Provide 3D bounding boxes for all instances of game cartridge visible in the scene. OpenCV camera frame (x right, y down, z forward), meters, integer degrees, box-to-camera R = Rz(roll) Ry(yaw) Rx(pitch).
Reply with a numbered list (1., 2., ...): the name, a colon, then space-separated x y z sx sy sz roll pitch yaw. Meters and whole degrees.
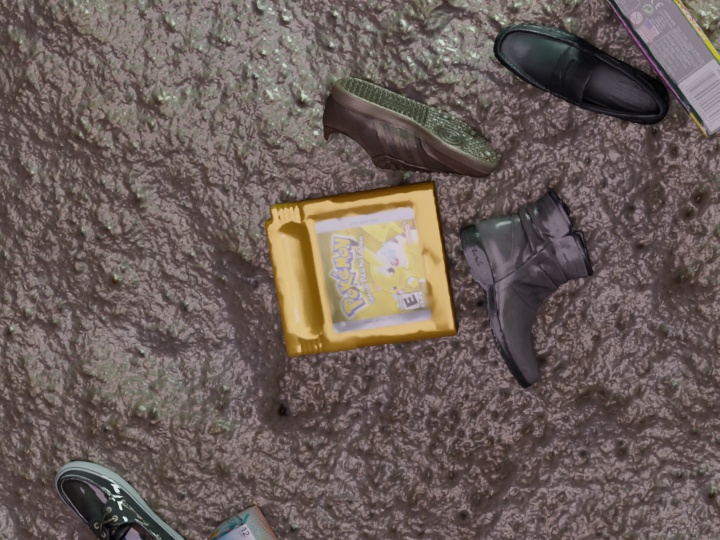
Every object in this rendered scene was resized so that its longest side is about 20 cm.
1. game cartridge: 0.000 0.000 1.815 0.198 0.032 0.178 -9 100 8

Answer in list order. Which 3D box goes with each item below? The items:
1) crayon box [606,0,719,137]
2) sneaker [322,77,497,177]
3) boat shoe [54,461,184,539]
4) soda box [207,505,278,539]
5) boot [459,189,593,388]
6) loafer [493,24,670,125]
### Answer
1. crayon box: 0.315 -0.243 1.649 0.058 0.173 0.200 -36 95 16
2. sneaker: 0.052 -0.141 1.771 0.199 0.071 0.076 27 123 5
3. boat shoe: -0.280 0.300 1.902 0.200 0.057 0.069 38 104 -1
4. soda box: -0.103 0.380 1.888 0.063 0.068 0.201 -30 95 13
5. boot: 0.199 0.023 1.777 0.131 0.070 0.201 -19 103 6
6. loafer: 0.236 -0.210 1.719 0.199 0.070 0.069 23 103 2
